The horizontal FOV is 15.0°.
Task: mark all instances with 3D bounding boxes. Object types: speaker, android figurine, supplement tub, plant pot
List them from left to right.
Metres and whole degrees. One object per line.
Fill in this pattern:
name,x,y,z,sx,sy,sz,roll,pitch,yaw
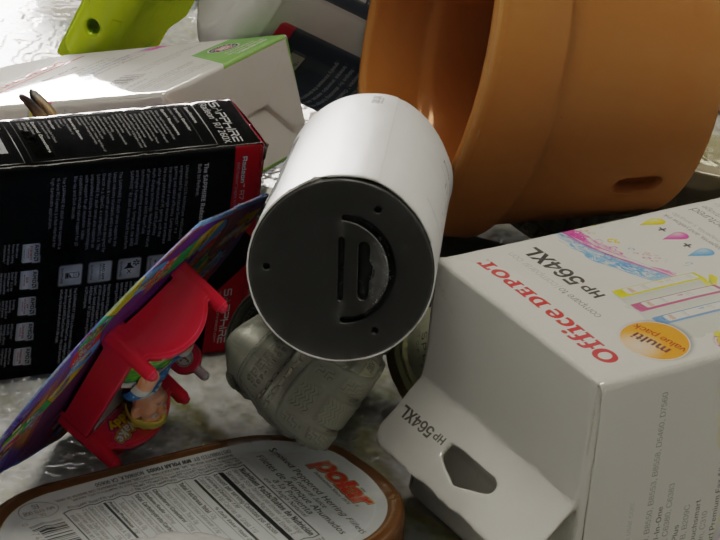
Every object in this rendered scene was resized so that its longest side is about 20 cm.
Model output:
android figurine,-0.112,-0.184,1.603,0.041,0.200,0.182,37,31,5
speaker,-0.001,-0.023,1.212,0.081,0.081,0.200,6,14,2
supplement tub,0.021,-0.145,1.548,0.200,0.141,0.140,24,21,-19
plant pot,0.095,-0.109,1.396,0.140,0.200,0.200,8,25,-19

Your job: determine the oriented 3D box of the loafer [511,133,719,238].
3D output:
loafer,0.163,-0.045,1.518,0.199,0.076,0.068,13,24,-1

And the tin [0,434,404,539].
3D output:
tin,-0.072,0.121,1.181,0.200,0.042,0.112,-13,36,-32

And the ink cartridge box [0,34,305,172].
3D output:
ink cartridge box,-0.143,-0.074,1.480,0.200,0.067,0.117,-2,19,35

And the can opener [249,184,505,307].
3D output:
can opener,0.000,0.000,1.433,0.200,0.053,0.067,11,62,15

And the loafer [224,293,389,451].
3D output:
loafer,-0.026,0.033,1.270,0.070,0.070,0.200,37,3,-1

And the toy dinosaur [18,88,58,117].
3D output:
toy dinosaur,-0.207,-0.047,1.356,0.200,0.135,0.086,31,27,-47

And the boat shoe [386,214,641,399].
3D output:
boat shoe,0.108,0.019,1.356,0.200,0.074,0.066,-26,0,-33

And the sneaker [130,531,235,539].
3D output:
sneaker,-0.040,0.150,1.083,0.200,0.075,0.082,-5,27,-20

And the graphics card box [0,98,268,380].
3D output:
graphics card box,-0.150,-0.011,1.327,0.200,0.126,0.051,-8,37,-24

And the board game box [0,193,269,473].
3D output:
board game box,-0.091,0.042,1.206,0.039,0.158,0.200,42,13,3

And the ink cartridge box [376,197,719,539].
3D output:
ink cartridge box,0.121,0.062,1.234,0.200,0.126,0.129,-12,32,-32
